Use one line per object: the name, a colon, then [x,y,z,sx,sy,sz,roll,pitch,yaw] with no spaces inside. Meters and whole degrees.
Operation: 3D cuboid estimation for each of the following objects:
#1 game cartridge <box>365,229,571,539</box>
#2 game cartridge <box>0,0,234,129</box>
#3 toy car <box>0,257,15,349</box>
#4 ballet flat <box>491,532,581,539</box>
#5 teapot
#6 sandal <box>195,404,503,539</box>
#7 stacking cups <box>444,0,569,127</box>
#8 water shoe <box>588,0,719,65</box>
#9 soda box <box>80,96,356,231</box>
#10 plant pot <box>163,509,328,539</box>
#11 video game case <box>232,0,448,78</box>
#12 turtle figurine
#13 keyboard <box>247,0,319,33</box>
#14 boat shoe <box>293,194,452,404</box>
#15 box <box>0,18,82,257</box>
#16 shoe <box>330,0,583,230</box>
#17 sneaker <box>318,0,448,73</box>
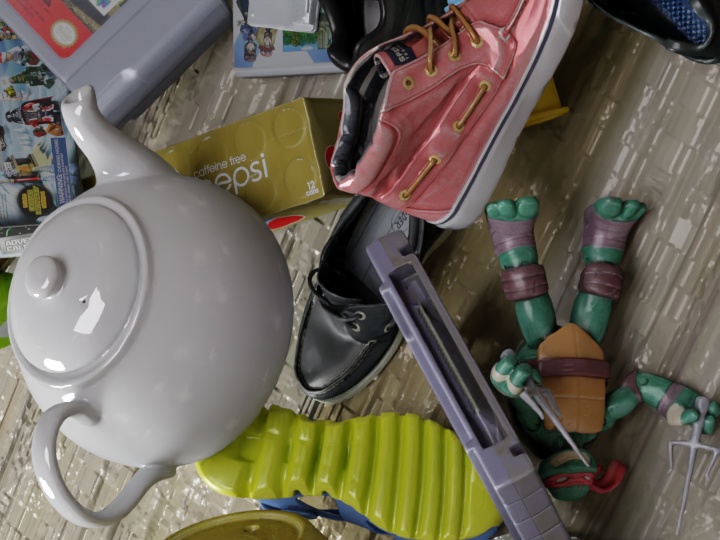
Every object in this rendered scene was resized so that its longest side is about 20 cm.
game cartridge: [0.066,0.084,1.610,0.038,0.130,0.200,-26,50,-3]
game cartridge: [-0.183,-0.202,1.832,0.133,0.041,0.200,-43,67,-4]
toy car: [-0.317,-0.043,1.866,0.164,0.200,0.158,47,117,25]
ballet flat: [0.124,0.192,1.635,0.199,0.072,0.072,-5,89,37]
teapot: [-0.149,0.027,1.676,0.198,0.146,0.200,-53,51,14]
sandal: [-0.001,0.130,1.720,0.199,0.087,0.080,13,74,17]
stacking cups: [0.070,-0.183,1.652,0.060,0.060,0.201,-19,87,35]
water shoe: [0.149,-0.191,1.594,0.200,0.079,0.072,37,112,30]
soda box: [-0.087,-0.055,1.781,0.199,0.064,0.068,-18,81,35]
plant pot: [-0.066,0.231,1.672,0.199,0.200,0.143,1,108,36]
video game case: [0.000,-0.218,1.739,0.199,0.022,0.183,0,91,35]
turtle figurine: [0.125,0.059,1.597,0.101,0.149,0.201,-20,71,53]
keyboard: [-0.041,-0.255,1.750,0.056,0.011,0.201,11,98,40]
boat shoe: [0.002,0.001,1.716,0.075,0.066,0.200,47,117,25]
box: [-0.262,-0.099,1.829,0.040,0.136,0.201,99,163,-56]
shoe: [0.056,-0.124,1.570,0.201,0.091,0.071,-66,30,14]
sneaker: [0.004,-0.210,1.668,0.076,0.091,0.201,-17,81,37]
